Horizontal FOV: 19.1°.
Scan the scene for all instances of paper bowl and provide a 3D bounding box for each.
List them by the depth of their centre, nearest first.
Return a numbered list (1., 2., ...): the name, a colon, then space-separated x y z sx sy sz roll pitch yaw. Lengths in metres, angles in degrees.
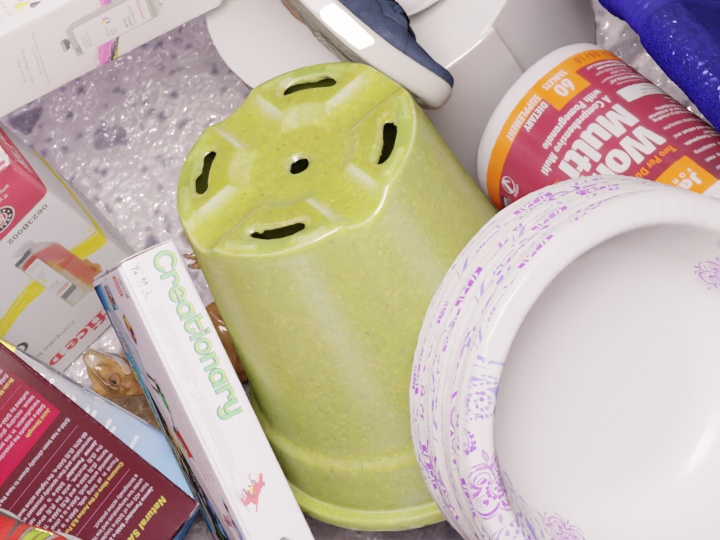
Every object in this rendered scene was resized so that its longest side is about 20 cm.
1. paper bowl: 0.116 0.054 1.026 0.201 0.200 0.104 -54 26 -6

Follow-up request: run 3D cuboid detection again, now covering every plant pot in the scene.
1. plant pot: 0.000 0.000 1.107 0.199 0.185 0.201 -15 44 15

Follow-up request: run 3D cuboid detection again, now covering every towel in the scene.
1. towel: 0.194 -0.123 1.177 0.200 0.147 0.050 53 123 31

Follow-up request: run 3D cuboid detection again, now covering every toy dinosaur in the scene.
1. toy dinosaur: -0.063 0.041 1.261 0.199 0.061 0.107 -7 63 -5

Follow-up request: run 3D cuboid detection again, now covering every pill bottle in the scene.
1. pill bottle: 0.165 -0.029 1.158 0.110 0.110 0.200 -48 58 -2

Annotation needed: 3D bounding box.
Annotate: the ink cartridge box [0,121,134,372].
1. ink cartridge box: -0.231 -0.004 1.266 0.145 0.200 0.083 -43 62 1

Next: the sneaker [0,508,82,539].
1. sneaker: -0.175 0.157 1.080 0.199 0.085 0.077 12 85 -14

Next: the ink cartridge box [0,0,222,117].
1. ink cartridge box: -0.158 -0.180 1.194 0.199 0.068 0.117 -29 59 -13

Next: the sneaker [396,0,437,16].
1. sneaker: 0.043 -0.234 1.154 0.070 0.080 0.201 22 83 28

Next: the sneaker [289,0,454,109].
1. sneaker: -0.012 -0.172 1.113 0.200 0.075 0.085 44 87 6

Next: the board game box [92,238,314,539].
1. board game box: -0.081 0.084 1.146 0.034 0.126 0.201 -26 93 -14

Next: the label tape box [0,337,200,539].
1. label tape box: -0.200 0.125 1.216 0.199 0.063 0.145 31 81 -8

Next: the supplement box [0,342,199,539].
1. supplement box: -0.198 0.104 1.150 0.200 0.061 0.109 41 80 -9

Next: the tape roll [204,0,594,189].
1. tape roll: 0.025 -0.155 1.256 0.202 0.139 0.204 -8 66 19
